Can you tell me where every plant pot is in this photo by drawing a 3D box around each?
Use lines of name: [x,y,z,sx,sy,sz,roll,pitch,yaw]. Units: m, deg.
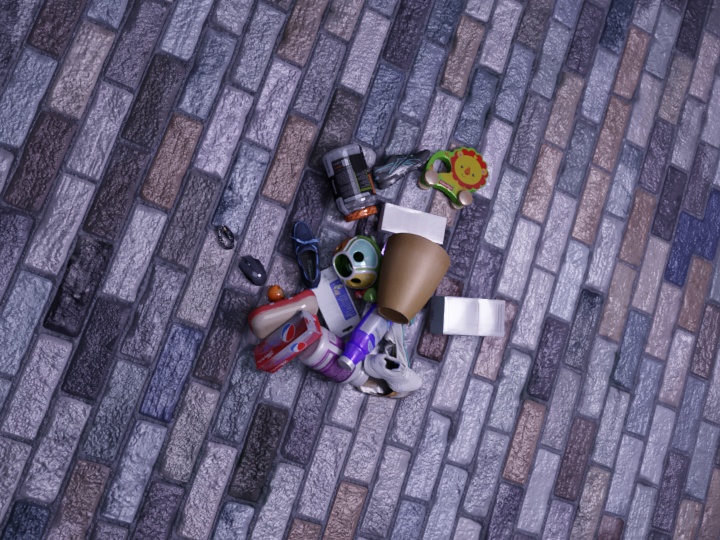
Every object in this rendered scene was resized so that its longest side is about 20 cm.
plant pot: [0.122,0.035,1.492,0.185,0.186,0.202,29,67,-12]

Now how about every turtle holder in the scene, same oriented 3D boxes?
turtle holder: [-0.009,-0.003,1.562,0.131,0.140,0.188,-15,100,-57]

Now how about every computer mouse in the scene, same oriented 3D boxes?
computer mouse: [-0.329,-0.042,1.550,0.058,0.034,0.201,-40,97,-13]

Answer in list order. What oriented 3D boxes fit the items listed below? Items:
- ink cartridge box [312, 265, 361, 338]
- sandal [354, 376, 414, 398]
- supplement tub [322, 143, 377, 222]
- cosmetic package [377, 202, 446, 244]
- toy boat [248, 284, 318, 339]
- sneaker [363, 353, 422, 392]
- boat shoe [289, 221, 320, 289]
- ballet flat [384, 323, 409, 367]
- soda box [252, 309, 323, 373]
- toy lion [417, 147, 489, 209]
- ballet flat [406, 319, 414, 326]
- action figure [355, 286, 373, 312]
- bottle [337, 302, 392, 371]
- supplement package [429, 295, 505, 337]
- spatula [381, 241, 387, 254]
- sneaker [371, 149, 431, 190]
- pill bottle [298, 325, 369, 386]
ink cartridge box: [-0.075,0.093,1.609,0.099,0.039,0.202,-24,92,-15]
sandal: [0.079,0.332,1.629,0.197,0.055,0.083,10,85,-14]
supplement tub: [-0.026,-0.247,1.598,0.121,0.122,0.202,-17,91,-15]
cosmetic package: [0.155,-0.137,1.678,0.198,0.051,0.084,13,82,-14]
toy boat: [-0.219,0.097,1.542,0.198,0.131,0.132,-17,62,-15]
sneaker: [0.103,0.289,1.564,0.199,0.087,0.075,28,59,-30]
boat shoe: [-0.143,-0.051,1.564,0.083,0.069,0.202,-17,74,-12]
ballet flat: [0.100,0.206,1.615,0.069,0.069,0.202,-17,115,-15]
soda box: [-0.197,0.193,1.499,0.199,0.070,0.063,-38,142,21]
toy lion: [0.297,-0.303,1.725,0.198,0.069,0.193,28,73,-12]
ballet flat: [0.150,0.071,1.603,0.063,0.076,0.201,16,56,16]
action figure: [0.078,0.098,1.635,0.197,0.065,0.100,6,76,-15]
bottle: [0.013,0.181,1.509,0.200,0.065,0.084,-51,144,-29]
supplement package: [0.321,0.139,1.676,0.197,0.109,0.115,5,85,-14]
spatula: [0.150,-0.019,1.685,0.198,0.021,0.057,27,79,-13]
sneaker: [0.124,-0.320,1.667,0.199,0.075,0.080,-33,93,-15]
pill bottle: [-0.067,0.245,1.550,0.199,0.112,0.113,36,78,-30]
